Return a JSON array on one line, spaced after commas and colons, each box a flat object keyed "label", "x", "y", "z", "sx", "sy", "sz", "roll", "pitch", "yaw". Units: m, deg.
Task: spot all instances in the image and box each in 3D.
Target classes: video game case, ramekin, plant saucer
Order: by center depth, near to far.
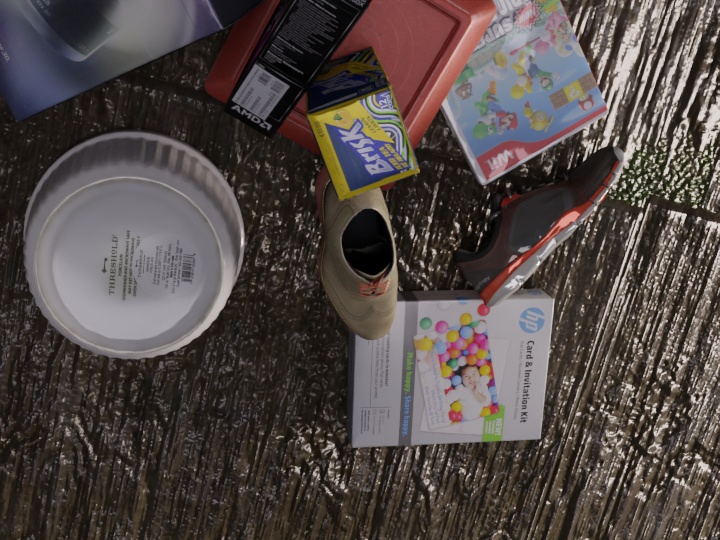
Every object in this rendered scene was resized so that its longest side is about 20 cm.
[{"label": "ramekin", "x": -0.200, "y": -0.018, "z": 0.857, "sx": 0.199, "sy": 0.105, "sz": 0.201, "roll": -3, "pitch": 107, "yaw": -9}, {"label": "plant saucer", "x": -0.008, "y": -0.195, "z": 0.858, "sx": 0.200, "sy": 0.037, "sz": 0.200, "roll": 28, "pitch": 105, "yaw": -14}, {"label": "video game case", "x": 0.130, "y": -0.199, "z": 0.903, "sx": 0.143, "sy": 0.017, "sz": 0.200, "roll": -30, "pitch": 110, "yaw": 0}]

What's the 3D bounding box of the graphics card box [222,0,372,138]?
[{"label": "graphics card box", "x": -0.030, "y": -0.199, "z": 0.719, "sx": 0.051, "sy": 0.200, "sz": 0.126, "roll": 28, "pitch": 59, "yaw": -13}]

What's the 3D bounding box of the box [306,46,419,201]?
[{"label": "box", "x": -0.003, "y": -0.121, "z": 0.759, "sx": 0.064, "sy": 0.200, "sz": 0.070, "roll": -20, "pitch": 110, "yaw": 3}]

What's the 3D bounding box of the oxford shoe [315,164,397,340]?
[{"label": "oxford shoe", "x": 0.000, "y": 0.000, "z": 0.848, "sx": 0.070, "sy": 0.075, "sz": 0.200, "roll": -17, "pitch": 133, "yaw": -4}]

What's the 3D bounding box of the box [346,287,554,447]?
[{"label": "box", "x": 0.088, "y": 0.097, "z": 0.976, "sx": 0.199, "sy": 0.041, "sz": 0.157, "roll": -1, "pitch": 107, "yaw": -11}]

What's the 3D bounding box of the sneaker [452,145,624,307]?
[{"label": "sneaker", "x": 0.168, "y": -0.059, "z": 0.925, "sx": 0.082, "sy": 0.077, "sz": 0.200, "roll": 44, "pitch": 82, "yaw": 8}]

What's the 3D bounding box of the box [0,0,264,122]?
[{"label": "box", "x": -0.212, "y": -0.251, "z": 0.741, "sx": 0.198, "sy": 0.123, "sz": 0.200, "roll": -19, "pitch": 111, "yaw": 20}]
